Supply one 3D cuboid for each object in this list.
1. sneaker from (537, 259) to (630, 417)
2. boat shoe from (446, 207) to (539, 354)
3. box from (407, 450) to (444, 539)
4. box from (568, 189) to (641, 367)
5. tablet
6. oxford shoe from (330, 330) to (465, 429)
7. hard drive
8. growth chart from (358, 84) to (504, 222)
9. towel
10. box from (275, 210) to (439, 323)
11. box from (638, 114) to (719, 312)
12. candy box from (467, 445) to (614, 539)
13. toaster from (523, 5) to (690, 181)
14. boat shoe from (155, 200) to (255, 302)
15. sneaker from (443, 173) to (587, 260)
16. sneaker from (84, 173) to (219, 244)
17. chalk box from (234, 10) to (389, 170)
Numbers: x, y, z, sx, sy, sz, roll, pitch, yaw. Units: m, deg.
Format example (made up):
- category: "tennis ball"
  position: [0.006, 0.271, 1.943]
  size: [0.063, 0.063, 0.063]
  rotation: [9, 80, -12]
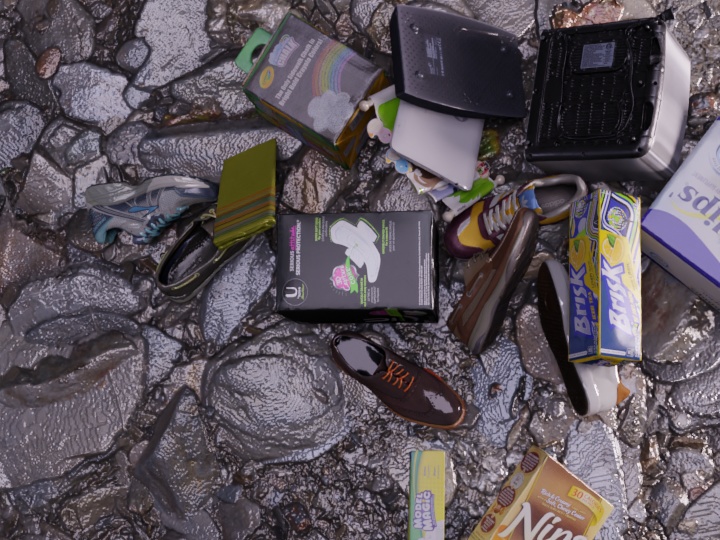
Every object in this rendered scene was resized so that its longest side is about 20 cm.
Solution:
- category: "sneaker"
  position: [0.286, 0.079, 1.333]
  size: [0.083, 0.073, 0.204]
  rotation: [-13, 78, -16]
- category: "boat shoe"
  position: [0.163, 0.008, 1.323]
  size: [0.071, 0.075, 0.203]
  rotation: [30, 111, 22]
- category: "box"
  position: [0.079, 0.325, 1.281]
  size: [0.047, 0.117, 0.205]
  rotation: [0, 79, 2]
- category: "box"
  position: [0.296, 0.011, 1.270]
  size: [0.063, 0.070, 0.205]
  rotation: [8, 76, -21]
- category: "tablet"
  position: [0.111, -0.215, 1.370]
  size: [0.128, 0.014, 0.203]
  rotation: [25, 63, -22]
- category: "oxford shoe"
  position: [0.044, 0.143, 1.342]
  size: [0.197, 0.073, 0.072]
  rotation: [27, 83, 11]
- category: "hard drive"
  position: [0.125, -0.264, 1.361]
  size: [0.197, 0.042, 0.138]
  rotation: [5, 72, -31]
- category: "growth chart"
  position: [0.091, -0.161, 1.358]
  size: [0.144, 0.018, 0.201]
  rotation: [-40, 96, -35]
- category: "towel"
  position: [-0.147, -0.103, 1.371]
  size: [0.085, 0.018, 0.202]
  rotation: [-20, 36, 12]
- category: "box"
  position: [0.000, 0.000, 1.335]
  size: [0.195, 0.149, 0.127]
  rotation: [0, 81, 7]
- category: "box"
  position: [0.471, -0.068, 1.307]
  size: [0.183, 0.105, 0.201]
  rotation: [38, 87, 13]
- category: "candy box"
  position: [0.204, 0.333, 1.277]
  size: [0.115, 0.055, 0.201]
  rotation: [37, 87, -12]
- category: "toaster"
  position: [0.320, -0.216, 1.322]
  size: [0.197, 0.118, 0.185]
  rotation: [2, 79, 38]
- category: "boat shoe"
  position: [-0.200, -0.044, 1.415]
  size: [0.072, 0.060, 0.202]
  rotation: [40, 87, 15]
- category: "sneaker"
  position: [0.198, -0.077, 1.352]
  size: [0.197, 0.090, 0.076]
  rotation: [-24, 77, 2]
- category: "sneaker"
  position: [-0.281, -0.080, 1.432]
  size: [0.196, 0.077, 0.088]
  rotation: [-7, 85, 17]
- category: "chalk box"
  position: [-0.073, -0.250, 1.405]
  size: [0.198, 0.124, 0.126]
  rotation: [33, 86, 13]
